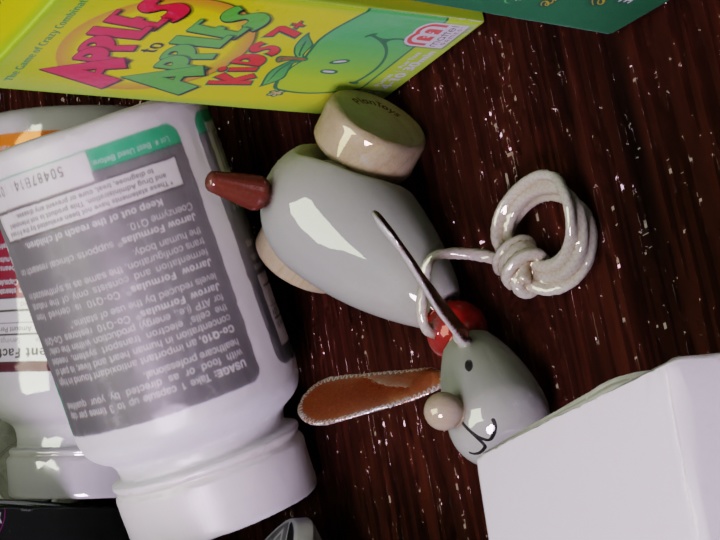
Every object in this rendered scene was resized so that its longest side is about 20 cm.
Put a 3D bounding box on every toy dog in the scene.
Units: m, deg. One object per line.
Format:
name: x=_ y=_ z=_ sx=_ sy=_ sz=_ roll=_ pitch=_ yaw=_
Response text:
toy dog: x=0.000 y=0.000 z=0.847 sx=0.200 sy=0.096 sz=0.132 roll=31 pitch=114 yaw=51

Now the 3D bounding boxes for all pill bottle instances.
pill bottle: x=-0.144 y=0.018 z=1.036 sx=0.113 sy=0.113 sz=0.200 roll=-5 pitch=85 yaw=54
pill bottle: x=-0.096 y=0.024 z=0.933 sx=0.113 sy=0.113 sz=0.200 roll=-13 pitch=97 yaw=54

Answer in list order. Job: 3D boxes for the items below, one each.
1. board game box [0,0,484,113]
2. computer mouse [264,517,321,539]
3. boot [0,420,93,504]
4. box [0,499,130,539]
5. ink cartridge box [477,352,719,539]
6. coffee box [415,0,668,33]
board game box: x=-0.058 y=-0.114 z=0.843 sx=0.102 sy=0.200 sz=0.048 roll=-32 pitch=63 yaw=49
computer mouse: x=-0.062 y=0.197 z=0.959 sx=0.200 sy=0.044 sz=0.110 roll=-49 pitch=18 yaw=38
boot: x=-0.174 y=0.111 z=1.126 sx=0.131 sy=0.068 sz=0.200 roll=52 pitch=137 yaw=37
box: x=-0.206 y=0.189 z=0.986 sx=0.124 sy=0.200 sz=0.149 roll=0 pitch=84 yaw=23
ink cartridge box: x=0.139 y=0.131 z=0.580 sx=0.146 sy=0.146 sz=0.200 roll=139 pitch=126 yaw=-66
coffee box: x=0.051 y=-0.136 z=0.693 sx=0.123 sy=0.200 sz=0.044 roll=-29 pitch=63 yaw=52
